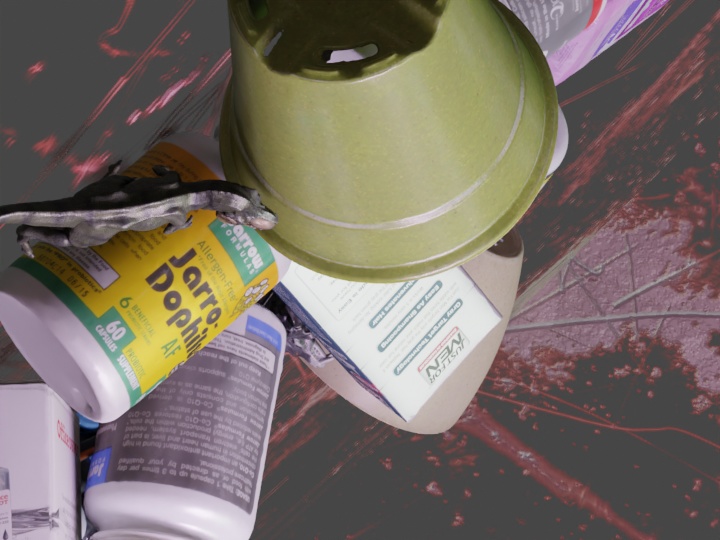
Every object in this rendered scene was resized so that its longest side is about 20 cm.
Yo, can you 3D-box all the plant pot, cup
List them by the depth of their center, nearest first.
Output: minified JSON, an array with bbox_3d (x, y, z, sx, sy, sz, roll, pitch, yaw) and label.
[{"bbox_3d":[0.001,-0.118,1.532,0.200,0.200,0.190,-43,159,-8],"label":"plant pot"},{"bbox_3d":[0.042,0.004,2.117,0.143,0.200,0.200,-47,170,24],"label":"cup"}]

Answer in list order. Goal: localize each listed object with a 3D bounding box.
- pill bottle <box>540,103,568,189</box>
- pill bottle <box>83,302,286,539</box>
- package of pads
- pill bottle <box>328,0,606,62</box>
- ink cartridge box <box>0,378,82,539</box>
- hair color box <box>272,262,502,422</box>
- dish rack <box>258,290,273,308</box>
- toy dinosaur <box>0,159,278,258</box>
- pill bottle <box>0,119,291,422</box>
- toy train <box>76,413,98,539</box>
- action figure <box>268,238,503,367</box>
[{"bbox_3d":[0.078,-0.069,2.231,0.112,0.112,0.200,-36,168,-40],"label":"pill bottle"},{"bbox_3d":[-0.119,0.121,1.818,0.114,0.114,0.200,114,-13,-67],"label":"pill bottle"},{"bbox_3d":[0.190,-0.224,2.142,0.200,0.076,0.121,-36,171,-40],"label":"package of pads"},{"bbox_3d":[0.053,-0.154,1.734,0.200,0.114,0.114,-38,169,-32],"label":"pill bottle"},{"bbox_3d":[-0.223,0.177,1.761,0.085,0.200,0.146,-1,169,1],"label":"ink cartridge box"},{"bbox_3d":[0.000,0.000,1.811,0.100,0.061,0.200,-47,132,-7],"label":"hair color box"},{"bbox_3d":[-0.115,0.017,1.963,0.200,0.055,0.153,-35,166,-44],"label":"dish rack"},{"bbox_3d":[-0.150,-0.032,1.548,0.200,0.048,0.088,-10,-173,-19],"label":"toy dinosaur"},{"bbox_3d":[-0.112,-0.011,1.662,0.200,0.113,0.113,-41,170,-19],"label":"pill bottle"},{"bbox_3d":[-0.197,0.141,1.970,0.087,0.114,0.200,-48,171,20],"label":"toy train"},{"bbox_3d":[0.007,0.018,1.945,0.200,0.102,0.119,-33,-173,5],"label":"action figure"}]
